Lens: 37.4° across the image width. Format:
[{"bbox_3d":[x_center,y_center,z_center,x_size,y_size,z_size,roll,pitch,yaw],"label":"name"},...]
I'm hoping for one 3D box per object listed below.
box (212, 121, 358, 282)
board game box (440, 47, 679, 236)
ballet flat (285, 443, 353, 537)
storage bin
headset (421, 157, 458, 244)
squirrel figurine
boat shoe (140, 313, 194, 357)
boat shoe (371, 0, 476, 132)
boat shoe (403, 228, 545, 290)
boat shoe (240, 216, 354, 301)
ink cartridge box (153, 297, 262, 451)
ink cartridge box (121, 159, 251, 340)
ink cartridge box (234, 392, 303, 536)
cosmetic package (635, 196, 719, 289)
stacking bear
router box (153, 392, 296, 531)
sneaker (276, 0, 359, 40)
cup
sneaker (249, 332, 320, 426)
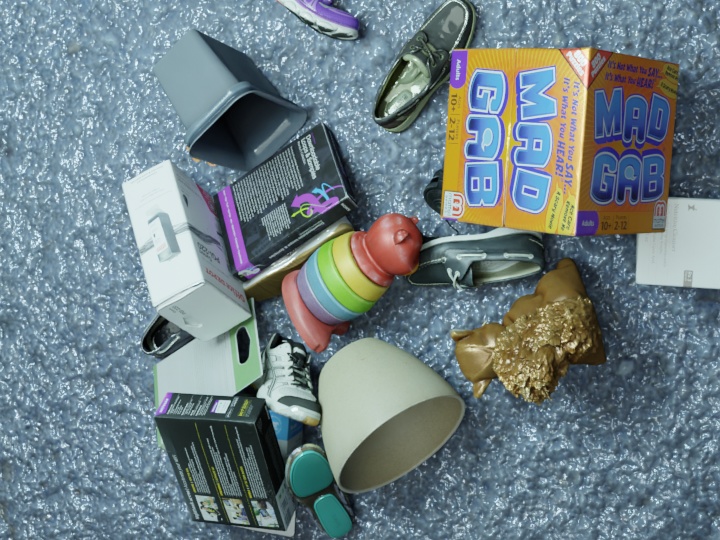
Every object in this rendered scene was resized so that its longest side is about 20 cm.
[{"bbox_3d":[-0.106,-0.094,1.459,0.198,0.036,0.145,-32,52,18],"label":"box"},{"bbox_3d":[0.237,-0.153,1.271,0.198,0.198,0.204,11,100,45],"label":"board game box"},{"bbox_3d":[-0.064,0.290,1.467,0.071,0.073,0.202,-6,133,16],"label":"ballet flat"},{"bbox_3d":[-0.188,-0.227,1.431,0.145,0.199,0.135,-41,74,15],"label":"storage bin"},{"bbox_3d":[0.115,-0.114,1.393,0.093,0.124,0.203,21,124,16],"label":"headset"},{"bbox_3d":[0.207,0.088,1.341,0.183,0.200,0.144,-18,96,8],"label":"squirrel figurine"},{"bbox_3d":[-0.239,0.058,1.533,0.199,0.063,0.073,-40,84,15],"label":"boat shoe"},{"bbox_3d":[0.083,-0.271,1.407,0.071,0.066,0.202,38,104,9],"label":"boat shoe"},{"bbox_3d":[0.146,-0.008,1.406,0.197,0.076,0.061,-17,54,18],"label":"boat shoe"},{"bbox_3d":[-0.099,-0.028,1.488,0.198,0.071,0.070,-33,66,16],"label":"boat shoe"},{"bbox_3d":[-0.205,0.150,1.494,0.198,0.048,0.147,-33,44,19],"label":"ink cartridge box"},{"bbox_3d":[-0.235,-0.025,1.443,0.084,0.146,0.203,-25,62,12],"label":"ink cartridge box"},{"bbox_3d":[-0.149,0.288,1.529,0.113,0.067,0.204,6,98,15],"label":"ink cartridge box"},{"bbox_3d":[0.444,-0.034,1.323,0.196,0.081,0.115,2,94,16],"label":"cosmetic package"},{"bbox_3d":[0.000,0.000,1.410,0.199,0.121,0.115,-36,90,27],"label":"stacking bear"},{"bbox_3d":[-0.178,0.257,1.425,0.146,0.051,0.203,2,126,18],"label":"router box"},{"bbox_3d":[-0.076,-0.386,1.435,0.199,0.081,0.084,40,99,9],"label":"sneaker"},{"bbox_3d":[0.020,0.178,1.423,0.200,0.199,0.144,-45,60,15],"label":"cup"},{"bbox_3d":[-0.099,0.142,1.446,0.075,0.200,0.089,26,93,-29],"label":"sneaker"}]
